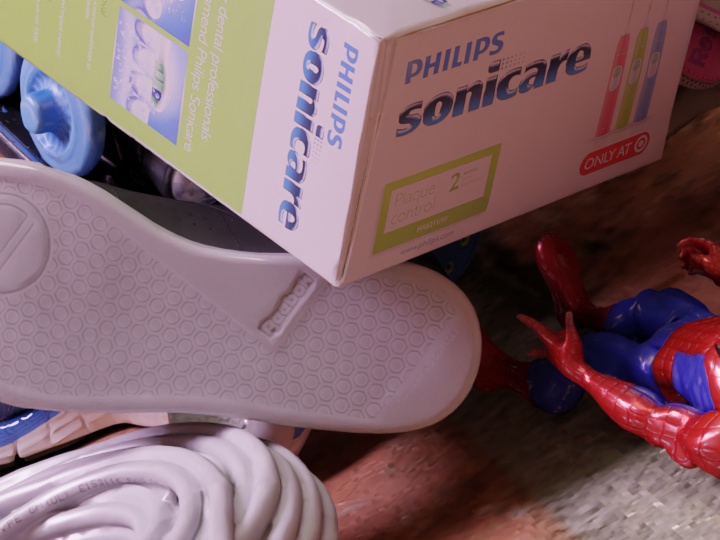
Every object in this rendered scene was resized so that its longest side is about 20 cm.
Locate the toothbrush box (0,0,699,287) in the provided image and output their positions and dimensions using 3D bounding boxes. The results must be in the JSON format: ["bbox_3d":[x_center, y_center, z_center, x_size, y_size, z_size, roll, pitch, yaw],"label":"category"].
[{"bbox_3d":[-0.016,-0.096,0.819,0.145,0.086,0.200,-22,44,-40],"label":"toothbrush box"}]

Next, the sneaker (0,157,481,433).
[{"bbox_3d":[-0.060,0.008,0.816,0.199,0.071,0.099,10,4,5],"label":"sneaker"}]

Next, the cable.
[{"bbox_3d":[-0.093,0.116,0.748,0.200,0.069,0.200,-22,18,19],"label":"cable"}]

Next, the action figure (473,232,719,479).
[{"bbox_3d":[0.088,0.023,0.775,0.065,0.052,0.200,-29,19,-19],"label":"action figure"}]

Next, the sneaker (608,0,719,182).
[{"bbox_3d":[0.114,-0.104,0.865,0.200,0.081,0.088,-58,26,33],"label":"sneaker"}]

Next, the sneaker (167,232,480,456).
[{"bbox_3d":[0.000,0.000,0.936,0.076,0.105,0.200,-15,52,44],"label":"sneaker"}]

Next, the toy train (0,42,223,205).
[{"bbox_3d":[-0.107,-0.058,0.923,0.087,0.115,0.200,-17,41,-34],"label":"toy train"}]

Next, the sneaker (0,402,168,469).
[{"bbox_3d":[-0.116,0.016,1.017,0.200,0.089,0.079,-16,20,33],"label":"sneaker"}]
